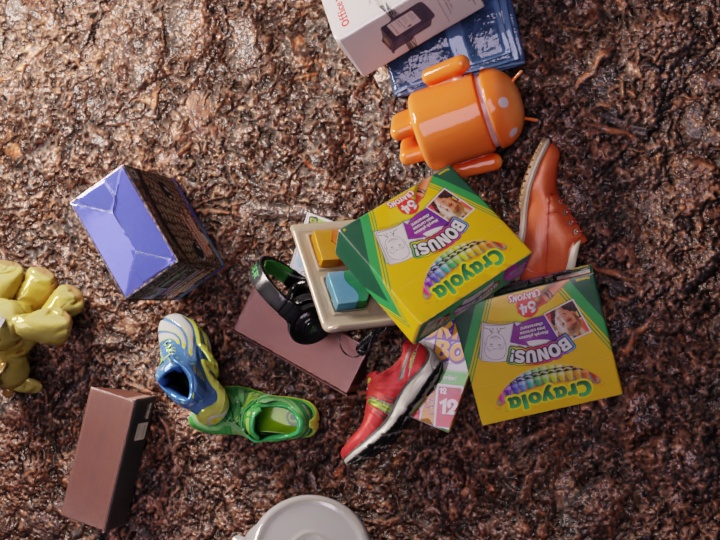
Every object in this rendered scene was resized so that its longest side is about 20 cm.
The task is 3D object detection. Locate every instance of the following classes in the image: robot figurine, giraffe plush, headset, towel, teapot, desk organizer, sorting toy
[{"bbox_3d":[0.141,-0.212,1.650,0.197,0.117,0.146,-17,75,12],"label":"robot figurine"},{"bbox_3d":[-0.525,0.107,1.795,0.171,0.200,0.164,28,124,9],"label":"giraffe plush"},{"bbox_3d":[-0.060,0.045,1.634,0.199,0.124,0.094,40,105,-14],"label":"headset"},{"bbox_3d":[0.128,-0.320,1.691,0.197,0.048,0.113,-14,85,13],"label":"towel"},{"bbox_3d":[-0.069,0.426,1.678,0.194,0.147,0.202,-11,56,-12],"label":"teapot"},{"bbox_3d":[-0.377,0.277,1.780,0.076,0.072,0.203,15,93,15],"label":"desk organizer"},{"bbox_3d":[0.014,-0.004,1.621,0.182,0.037,0.201,-5,49,-20],"label":"sorting toy"},{"bbox_3d":[-0.080,0.099,1.721,0.198,0.072,0.078,28,93,12],"label":"desk organizer"}]

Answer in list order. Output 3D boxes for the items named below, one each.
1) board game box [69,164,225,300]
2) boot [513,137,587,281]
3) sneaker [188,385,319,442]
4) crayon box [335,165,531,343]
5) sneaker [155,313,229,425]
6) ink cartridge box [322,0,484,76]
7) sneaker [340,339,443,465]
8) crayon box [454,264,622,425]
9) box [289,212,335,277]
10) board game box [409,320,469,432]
[{"bbox_3d":[-0.301,-0.049,1.709,0.096,0.200,0.161,-33,83,9],"label":"board game box"},{"bbox_3d":[0.266,-0.079,1.646,0.106,0.075,0.203,10,99,10],"label":"boot"},{"bbox_3d":[-0.160,0.209,1.730,0.197,0.083,0.075,0,89,14],"label":"sneaker"},{"bbox_3d":[0.096,-0.024,1.579,0.199,0.059,0.173,-31,65,-25],"label":"crayon box"},{"bbox_3d":[-0.258,0.128,1.719,0.076,0.105,0.201,-40,56,7],"label":"sneaker"},{"bbox_3d":[0.053,-0.385,1.661,0.198,0.084,0.146,-28,47,12],"label":"ink cartridge box"},{"bbox_3d":[0.033,0.184,1.676,0.085,0.077,0.201,40,93,22],"label":"sneaker"},{"bbox_3d":[0.241,0.102,1.628,0.197,0.058,0.175,-14,100,11],"label":"crayon box"},{"bbox_3d":[0.000,0.000,1.722,0.198,0.035,0.112,20,94,13],"label":"box"},{"bbox_3d":[0.118,0.119,1.697,0.094,0.030,0.203,20,91,13],"label":"board game box"}]
